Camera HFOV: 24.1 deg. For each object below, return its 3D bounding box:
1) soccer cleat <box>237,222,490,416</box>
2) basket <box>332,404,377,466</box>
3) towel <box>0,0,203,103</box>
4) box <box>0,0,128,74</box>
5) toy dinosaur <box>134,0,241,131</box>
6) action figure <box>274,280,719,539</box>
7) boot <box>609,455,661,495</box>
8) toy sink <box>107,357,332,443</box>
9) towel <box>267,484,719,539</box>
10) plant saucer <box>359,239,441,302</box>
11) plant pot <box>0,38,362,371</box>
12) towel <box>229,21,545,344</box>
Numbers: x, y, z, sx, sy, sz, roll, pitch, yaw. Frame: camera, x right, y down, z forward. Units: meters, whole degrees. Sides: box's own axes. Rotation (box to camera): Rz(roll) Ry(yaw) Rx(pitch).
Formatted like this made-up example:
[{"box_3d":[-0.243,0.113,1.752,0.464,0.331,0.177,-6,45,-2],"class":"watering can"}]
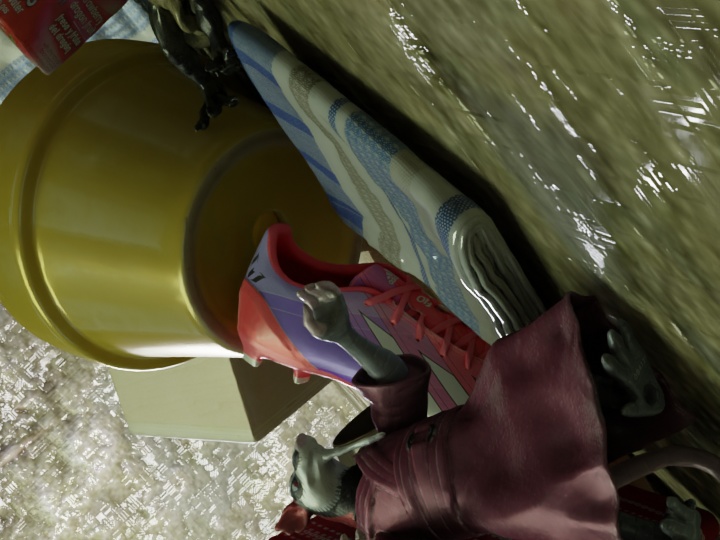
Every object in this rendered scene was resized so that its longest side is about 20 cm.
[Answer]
[{"box_3d":[0.028,0.037,0.890,0.198,0.077,0.067,18,-157,13],"class":"soccer cleat"},{"box_3d":[0.078,0.175,1.197,0.201,0.180,0.136,56,150,-5],"class":"basket"},{"box_3d":[-0.179,-0.130,1.129,0.200,0.146,0.024,48,-151,-21],"class":"towel"},{"box_3d":[-0.185,-0.198,0.862,0.100,0.095,0.200,46,174,17],"class":"box"},{"box_3d":[-0.091,-0.130,0.894,0.089,0.047,0.200,61,179,16],"class":"toy dinosaur"},{"box_3d":[0.048,0.080,0.718,0.199,0.136,0.148,-18,148,39],"class":"action figure"},{"box_3d":[0.132,0.136,0.986,0.200,0.070,0.146,39,179,37],"class":"boot"},{"box_3d":[-0.082,0.032,1.275,0.129,0.200,0.113,0,114,39],"class":"toy sink"},{"box_3d":[0.067,0.128,0.795,0.143,0.023,0.199,15,-162,33],"class":"towel"},{"box_3d":[0.000,0.000,1.140,0.201,0.037,0.200,47,175,5],"class":"plant saucer"},{"box_3d":[-0.102,-0.031,1.005,0.188,0.201,0.201,14,150,50],"class":"plant pot"},{"box_3d":[0.018,-0.028,0.798,0.200,0.024,0.147,43,172,41],"class":"towel"}]
